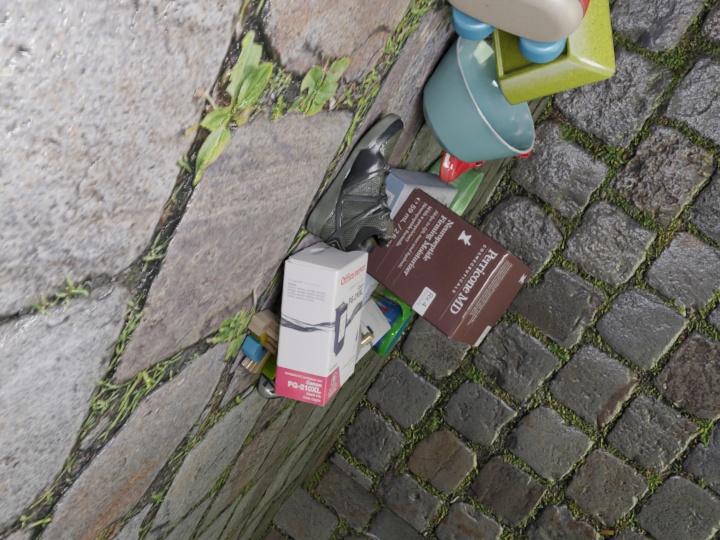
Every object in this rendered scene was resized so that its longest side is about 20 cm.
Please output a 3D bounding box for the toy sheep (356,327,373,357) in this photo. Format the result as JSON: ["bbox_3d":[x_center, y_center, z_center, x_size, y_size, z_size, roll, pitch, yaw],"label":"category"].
[{"bbox_3d":[-0.057,0.111,1.170,0.138,0.137,0.201,-51,138,-22],"label":"toy sheep"}]

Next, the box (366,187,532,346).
[{"bbox_3d":[0.147,-0.002,1.138,0.167,0.199,0.164,-56,152,6],"label":"box"}]

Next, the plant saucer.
[{"bbox_3d":[0.240,-0.342,0.921,0.047,0.203,0.199,-11,-173,-29],"label":"plant saucer"}]

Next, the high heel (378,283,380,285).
[{"bbox_3d":[0.052,-0.053,1.343,0.142,0.070,0.203,-36,145,-70],"label":"high heel"}]

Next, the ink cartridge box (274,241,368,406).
[{"bbox_3d":[-0.056,0.073,1.010,0.145,0.083,0.204,-35,133,-69],"label":"ink cartridge box"}]

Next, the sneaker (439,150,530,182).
[{"bbox_3d":[0.222,-0.211,1.146,0.201,0.115,0.079,-54,161,-19],"label":"sneaker"}]

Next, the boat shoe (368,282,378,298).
[{"bbox_3d":[0.012,0.013,1.342,0.202,0.069,0.072,116,-8,-52],"label":"boat shoe"}]

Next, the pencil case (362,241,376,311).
[{"bbox_3d":[0.000,0.000,1.241,0.202,0.082,0.091,-62,-156,26],"label":"pencil case"}]

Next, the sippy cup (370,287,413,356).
[{"bbox_3d":[0.044,0.120,1.691,0.179,0.130,0.140,-56,170,7],"label":"sippy cup"}]

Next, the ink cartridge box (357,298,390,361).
[{"bbox_3d":[-0.042,0.154,1.418,0.145,0.085,0.200,-36,180,28],"label":"ink cartridge box"}]

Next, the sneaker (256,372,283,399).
[{"bbox_3d":[-0.128,0.179,1.230,0.079,0.076,0.200,-42,179,35],"label":"sneaker"}]

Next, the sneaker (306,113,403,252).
[{"bbox_3d":[0.022,-0.110,0.936,0.201,0.113,0.076,-57,171,0],"label":"sneaker"}]

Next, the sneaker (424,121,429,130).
[{"bbox_3d":[0.168,-0.269,1.223,0.115,0.075,0.200,-52,164,-12],"label":"sneaker"}]

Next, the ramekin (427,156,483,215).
[{"bbox_3d":[0.184,-0.162,1.546,0.201,0.097,0.200,-52,169,-14],"label":"ramekin"}]

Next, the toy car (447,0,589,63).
[{"bbox_3d":[0.202,-0.386,0.790,0.184,0.175,0.203,42,71,-77],"label":"toy car"}]

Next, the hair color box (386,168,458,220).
[{"bbox_3d":[0.086,-0.118,1.193,0.199,0.060,0.100,-5,129,-56],"label":"hair color box"}]

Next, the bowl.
[{"bbox_3d":[0.170,-0.248,1.045,0.104,0.202,0.201,-27,-171,38],"label":"bowl"}]

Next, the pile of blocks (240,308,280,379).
[{"bbox_3d":[-0.139,0.129,1.057,0.082,0.062,0.201,-52,166,-19],"label":"pile of blocks"}]
